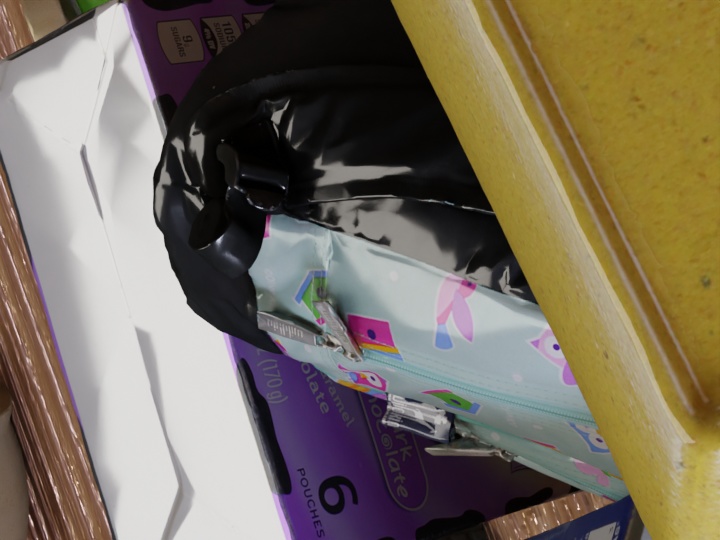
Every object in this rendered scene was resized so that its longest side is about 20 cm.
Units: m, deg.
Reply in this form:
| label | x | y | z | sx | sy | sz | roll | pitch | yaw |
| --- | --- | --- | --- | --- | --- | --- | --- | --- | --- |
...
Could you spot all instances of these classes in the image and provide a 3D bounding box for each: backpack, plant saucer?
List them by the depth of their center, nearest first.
| label | x | y | z | sx | sy | sz | roll | pitch | yaw |
| --- | --- | --- | --- | --- | --- | --- | --- | --- | --- |
| plant saucer | 0.101 | -0.056 | 0.563 | 0.201 | 0.200 | 0.048 | 64 | -157 | 8 |
| backpack | 0.069 | -0.019 | 0.714 | 0.199 | 0.167 | 0.127 | 22 | 154 | 24 |

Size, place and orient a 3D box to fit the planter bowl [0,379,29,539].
| label | x | y | z | sx | sy | sz | roll | pitch | yaw |
| --- | --- | --- | --- | --- | --- | --- | --- | --- | --- |
| planter bowl | -0.297 | 0.124 | 1.795 | 0.200 | 0.200 | 0.135 | 46 | 120 | 51 |

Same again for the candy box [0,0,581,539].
| label | x | y | z | sx | sy | sz | roll | pitch | yaw |
| --- | --- | --- | --- | --- | --- | --- | --- | --- | --- |
| candy box | 0.000 | 0.000 | 0.844 | 0.071 | 0.200 | 0.168 | -22 | 84 | 40 |

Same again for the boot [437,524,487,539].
| label | x | y | z | sx | sy | sz | roll | pitch | yaw |
| --- | --- | --- | --- | --- | --- | --- | --- | --- | --- |
| boot | 0.035 | 0.176 | 1.121 | 0.131 | 0.067 | 0.200 | 88 | 157 | -50 |

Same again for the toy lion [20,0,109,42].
| label | x | y | z | sx | sy | sz | roll | pitch | yaw |
| --- | --- | --- | --- | --- | --- | --- | --- | --- | --- |
| toy lion | -0.099 | -0.169 | 0.992 | 0.192 | 0.068 | 0.200 | 64 | -163 | -6 |

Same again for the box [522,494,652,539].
| label | x | y | z | sx | sy | sz | roll | pitch | yaw |
| --- | --- | --- | --- | --- | --- | --- | --- | --- | --- |
| box | 0.042 | 0.128 | 0.725 | 0.200 | 0.032 | 0.122 | 138 | 149 | -75 |
